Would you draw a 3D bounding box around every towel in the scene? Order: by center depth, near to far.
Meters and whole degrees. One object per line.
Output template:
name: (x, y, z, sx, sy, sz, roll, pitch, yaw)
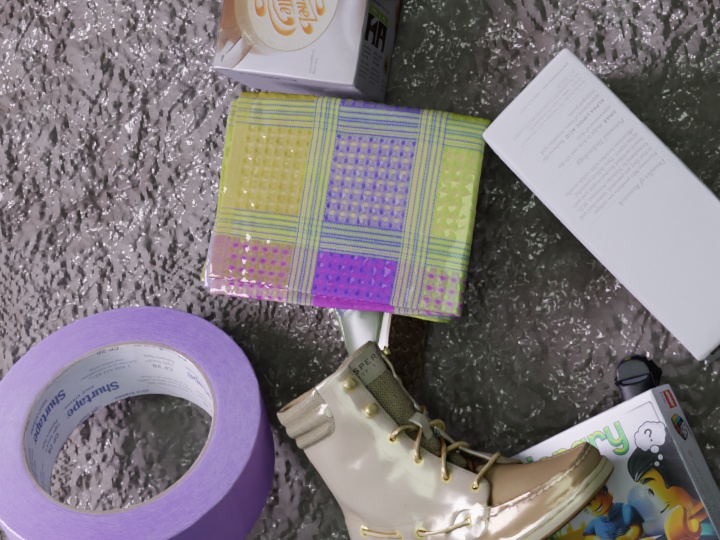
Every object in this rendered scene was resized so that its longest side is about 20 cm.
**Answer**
towel: (-0.014, -0.046, 0.888, 0.197, 0.023, 0.146, 7, 84, 22)

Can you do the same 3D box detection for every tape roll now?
tape roll: (-0.161, 0.123, 0.912, 0.197, 0.066, 0.202, -4, 51, 4)

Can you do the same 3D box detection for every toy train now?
toy train: (0.205, 0.152, 0.851, 0.034, 0.046, 0.203, -18, 81, 16)

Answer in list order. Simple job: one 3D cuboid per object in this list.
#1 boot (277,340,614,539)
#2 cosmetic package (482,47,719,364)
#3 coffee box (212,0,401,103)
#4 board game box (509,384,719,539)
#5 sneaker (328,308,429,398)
boot: (0.047, 0.111, 0.830, 0.199, 0.073, 0.157, -31, 88, 37)
cosmetic package: (0.180, -0.038, 0.840, 0.081, 0.113, 0.200, -46, 76, 10)
coffee box: (-0.026, -0.230, 0.938, 0.113, 0.080, 0.203, 10, 90, 19)
board game box: (0.139, 0.173, 0.849, 0.199, 0.034, 0.128, -32, 73, 31)
sneaker: (0.000, 0.000, 0.926, 0.089, 0.067, 0.203, 4, 88, 27)
